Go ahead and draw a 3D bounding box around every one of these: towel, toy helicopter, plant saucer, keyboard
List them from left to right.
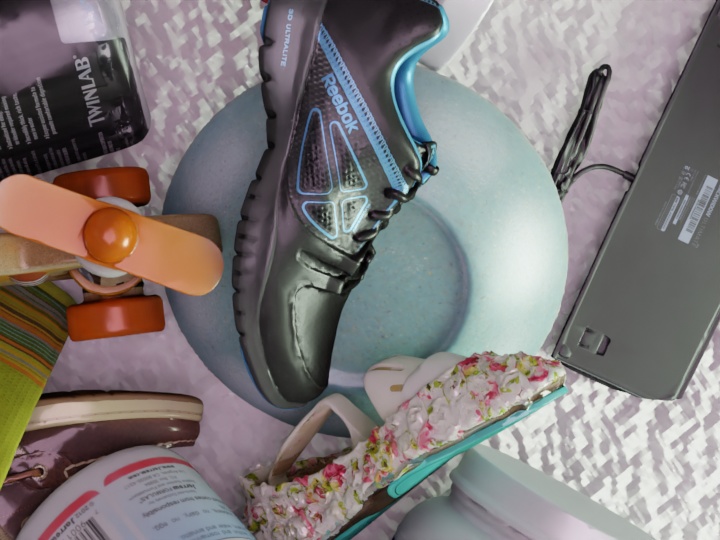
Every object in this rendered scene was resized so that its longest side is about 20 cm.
[{"bbox_3d":[-0.183,0.044,1.035,0.086,0.200,0.018,32,118,-11],"label":"towel"},{"bbox_3d":[-0.150,-0.006,1.018,0.199,0.132,0.080,-5,89,-35],"label":"toy helicopter"},{"bbox_3d":[0.000,0.000,1.095,0.199,0.039,0.202,2,114,3],"label":"plant saucer"},{"bbox_3d":[0.146,-0.042,1.151,0.126,0.021,0.201,24,93,-15],"label":"keyboard"}]

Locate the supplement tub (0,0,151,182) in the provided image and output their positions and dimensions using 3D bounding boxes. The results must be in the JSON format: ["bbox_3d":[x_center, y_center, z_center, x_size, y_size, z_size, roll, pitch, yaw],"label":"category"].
[{"bbox_3d":[-0.204,-0.091,1.047,0.199,0.123,0.123,-16,99,-5],"label":"supplement tub"}]

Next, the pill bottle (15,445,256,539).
[{"bbox_3d":[-0.066,0.182,1.037,0.109,0.109,0.200,-44,60,0],"label":"pill bottle"}]

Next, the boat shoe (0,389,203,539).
[{"bbox_3d":[-0.170,0.099,1.090,0.199,0.072,0.073,-8,91,-19],"label":"boat shoe"}]

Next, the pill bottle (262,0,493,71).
[{"bbox_3d":[-0.028,-0.179,1.063,0.199,0.112,0.113,30,93,-11],"label":"pill bottle"}]

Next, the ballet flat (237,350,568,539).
[{"bbox_3d":[0.009,0.080,1.076,0.200,0.075,0.064,-38,81,33],"label":"ballet flat"}]

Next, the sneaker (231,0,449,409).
[{"bbox_3d":[-0.009,-0.032,1.019,0.081,0.073,0.202,8,105,8],"label":"sneaker"}]

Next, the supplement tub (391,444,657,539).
[{"bbox_3d":[0.058,0.200,1.107,0.144,0.145,0.201,28,93,-10],"label":"supplement tub"}]
